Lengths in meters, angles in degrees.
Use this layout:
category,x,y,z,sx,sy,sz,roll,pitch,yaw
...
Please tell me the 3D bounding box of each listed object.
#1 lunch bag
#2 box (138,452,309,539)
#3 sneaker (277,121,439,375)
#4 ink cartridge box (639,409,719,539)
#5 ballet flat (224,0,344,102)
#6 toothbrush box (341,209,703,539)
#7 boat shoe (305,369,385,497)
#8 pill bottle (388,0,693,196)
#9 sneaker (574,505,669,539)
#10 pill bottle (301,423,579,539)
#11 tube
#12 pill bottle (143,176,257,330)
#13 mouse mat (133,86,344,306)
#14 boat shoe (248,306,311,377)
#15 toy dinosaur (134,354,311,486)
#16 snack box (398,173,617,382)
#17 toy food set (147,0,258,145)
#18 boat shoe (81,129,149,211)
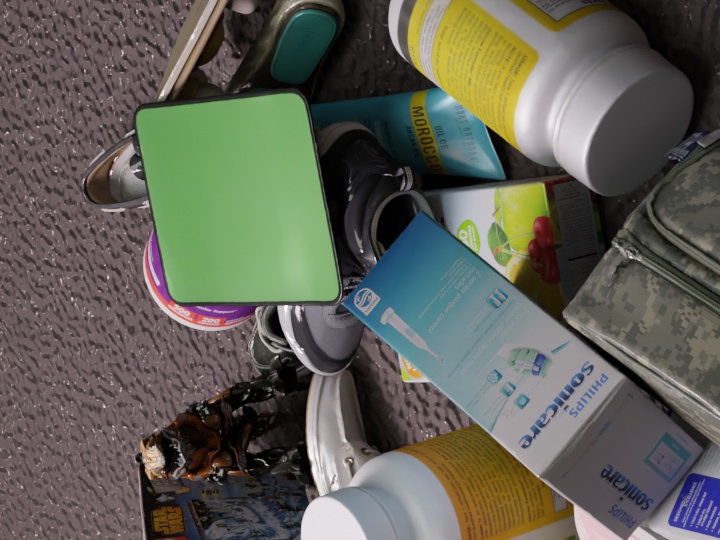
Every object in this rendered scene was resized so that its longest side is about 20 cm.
category,x,y,z,sx,sy,sz,roll,pitch,yaw
lunch bag,0.246,0.021,1.311,0.200,0.139,0.168,37,88,39
box,-0.110,0.204,1.765,0.200,0.136,0.040,-113,22,-71
sneaker,0.000,0.000,1.589,0.114,0.075,0.201,34,126,49
ink cartridge box,0.263,0.140,1.369,0.200,0.039,0.100,11,69,50
ballet flat,-0.063,-0.164,1.731,0.200,0.067,0.063,-52,31,43
toothbrush box,0.105,0.069,1.402,0.085,0.146,0.200,-49,53,1
boat shoe,0.003,0.172,1.744,0.069,0.071,0.201,-10,83,22
pill bottle,0.120,-0.141,1.442,0.200,0.114,0.115,43,132,37
sneaker,0.222,0.197,1.464,0.200,0.075,0.105,40,158,19
pill bottle,0.059,0.175,1.551,0.111,0.199,0.112,20,117,47
tube,0.028,-0.103,1.634,0.200,0.050,0.078,1,122,48
pill bottle,-0.104,-0.034,1.735,0.113,0.112,0.200,65,157,14
mouse mat,-0.093,-0.051,1.612,0.199,0.008,0.162,-1,103,44
boat shoe,-0.052,0.036,1.757,0.200,0.071,0.072,-46,66,50
toy dinosaur,-0.109,0.129,1.771,0.135,0.200,0.102,-15,109,19
snack box,0.096,0.008,1.571,0.200,0.053,0.143,-3,97,54
toy food set,-0.099,-0.194,1.689,0.200,0.060,0.144,-57,12,32
boat shoe,-0.177,-0.095,1.885,0.200,0.060,0.074,-15,89,53
